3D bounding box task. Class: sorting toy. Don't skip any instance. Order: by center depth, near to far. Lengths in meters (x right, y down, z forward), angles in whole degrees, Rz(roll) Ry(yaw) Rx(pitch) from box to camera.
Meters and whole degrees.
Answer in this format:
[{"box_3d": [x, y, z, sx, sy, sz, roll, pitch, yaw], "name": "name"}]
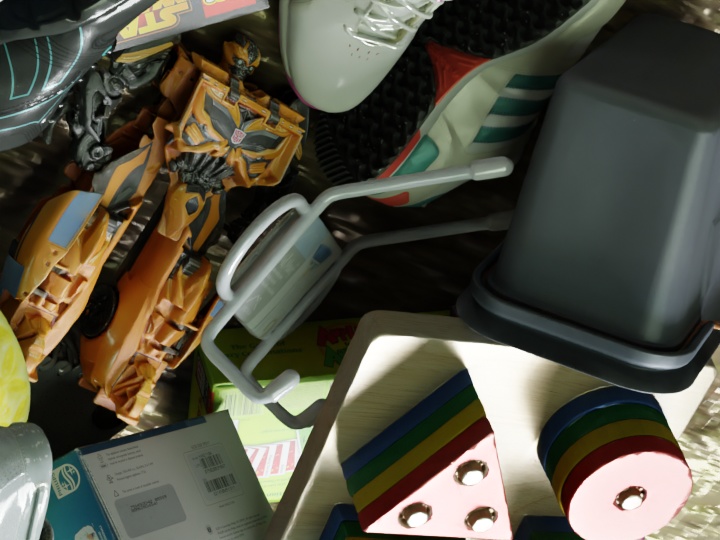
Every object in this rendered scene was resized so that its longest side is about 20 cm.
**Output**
[{"box_3d": [0.068, 0.125, 1.097, 0.199, 0.070, 0.199, 6, 128, -24], "name": "sorting toy"}]

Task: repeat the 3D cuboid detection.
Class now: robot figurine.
[{"box_3d": [-0.102, -0.027, 1.062, 0.145, 0.058, 0.200, 26, 99, -40], "name": "robot figurine"}]

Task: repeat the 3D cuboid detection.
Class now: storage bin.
[{"box_3d": [0.152, -0.042, 1.075, 0.145, 0.200, 0.135, 20, 116, 16], "name": "storage bin"}]

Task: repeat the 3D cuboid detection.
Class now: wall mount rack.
[{"box_3d": [0.000, 0.000, 1.097, 0.174, 0.075, 0.200, -47, 168, -3], "name": "wall mount rack"}]

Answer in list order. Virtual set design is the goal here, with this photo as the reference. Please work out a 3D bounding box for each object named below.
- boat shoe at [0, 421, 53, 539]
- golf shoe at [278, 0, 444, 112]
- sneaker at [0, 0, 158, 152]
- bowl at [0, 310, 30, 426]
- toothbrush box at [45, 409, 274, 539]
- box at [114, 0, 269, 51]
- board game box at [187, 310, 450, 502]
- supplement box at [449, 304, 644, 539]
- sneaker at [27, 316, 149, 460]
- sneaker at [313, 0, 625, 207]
[{"box_3d": [-0.180, 0.138, 1.011, 0.071, 0.070, 0.201, -14, 150, -23], "name": "boat shoe"}, {"box_3d": [0.019, -0.149, 1.006, 0.075, 0.092, 0.200, 7, 126, -28], "name": "golf shoe"}, {"box_3d": [-0.154, -0.106, 0.955, 0.200, 0.076, 0.079, -26, 148, 13], "name": "sneaker"}, {"box_3d": [-0.270, 0.060, 1.011, 0.199, 0.108, 0.201, 16, 135, 16], "name": "bowl"}, {"box_3d": [-0.165, 0.160, 1.145, 0.200, 0.086, 0.146, -30, 170, 28], "name": "toothbrush box"}, {"box_3d": [-0.151, -0.158, 0.974, 0.199, 0.040, 0.137, -17, 134, -5], "name": "box"}, {"box_3d": [0.002, 0.079, 1.234, 0.199, 0.048, 0.102, -4, 132, -16], "name": "board game box"}, {"box_3d": [0.104, 0.113, 1.207, 0.110, 0.086, 0.200, -6, 132, -14], "name": "supplement box"}, {"box_3d": [-0.171, 0.033, 1.123, 0.115, 0.075, 0.200, -27, 144, -2], "name": "sneaker"}, {"box_3d": [0.072, -0.104, 1.095, 0.200, 0.070, 0.093, -41, 148, 15], "name": "sneaker"}]
